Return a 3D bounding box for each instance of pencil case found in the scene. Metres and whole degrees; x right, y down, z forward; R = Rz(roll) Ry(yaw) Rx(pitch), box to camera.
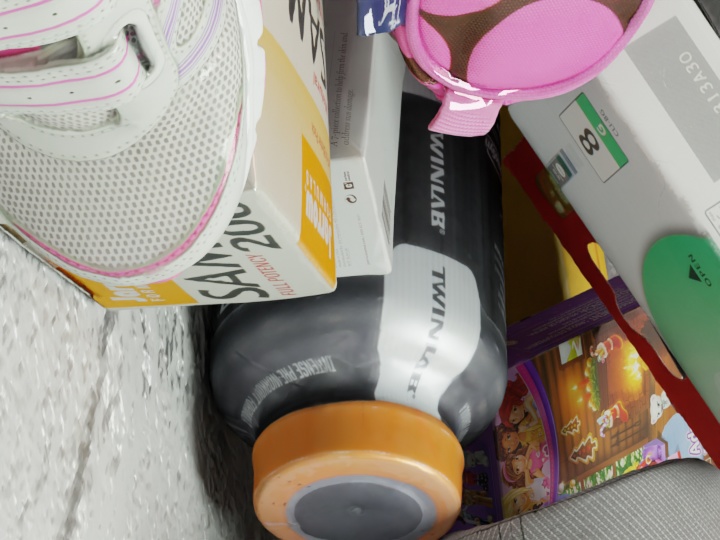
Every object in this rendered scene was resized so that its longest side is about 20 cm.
[{"bbox_3d":[0.021,-0.132,0.719,0.200,0.090,0.094,-110,-150,-50],"label":"pencil case"}]

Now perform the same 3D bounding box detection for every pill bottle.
[{"bbox_3d":[0.000,0.000,0.824,0.106,0.106,0.201,74,13,-53],"label":"pill bottle"}]

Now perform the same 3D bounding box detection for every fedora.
[{"bbox_3d":[0.092,0.122,0.808,0.200,0.176,0.091,13,57,-53],"label":"fedora"}]

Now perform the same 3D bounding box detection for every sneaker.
[{"bbox_3d":[-0.076,-0.070,0.458,0.088,0.081,0.201,-83,157,-52],"label":"sneaker"}]

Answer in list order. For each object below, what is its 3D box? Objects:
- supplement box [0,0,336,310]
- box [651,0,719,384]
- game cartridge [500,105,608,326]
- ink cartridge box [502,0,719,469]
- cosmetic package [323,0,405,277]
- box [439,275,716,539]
[{"bbox_3d":[-0.054,-0.099,0.620,0.126,0.073,0.201,52,34,-76],"label":"supplement box"},{"bbox_3d":[0.115,-0.055,0.790,0.200,0.044,0.160,59,-17,-6],"label":"box"},{"bbox_3d":[0.055,-0.026,1.060,0.176,0.032,0.201,34,-38,50],"label":"game cartridge"},{"bbox_3d":[0.103,0.007,0.780,0.161,0.050,0.200,56,-19,5],"label":"ink cartridge box"},{"bbox_3d":[-0.029,-0.077,0.763,0.200,0.082,0.051,-86,166,-50],"label":"cosmetic package"},{"bbox_3d":[0.092,0.114,0.918,0.137,0.039,0.201,-22,111,-42],"label":"box"}]
